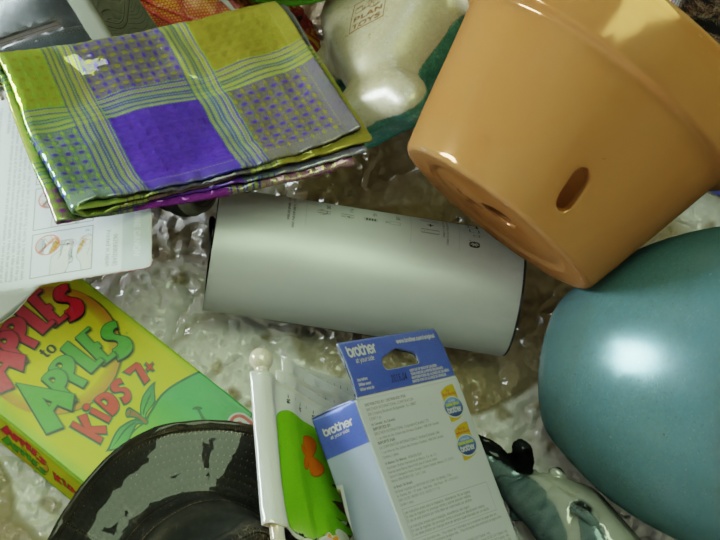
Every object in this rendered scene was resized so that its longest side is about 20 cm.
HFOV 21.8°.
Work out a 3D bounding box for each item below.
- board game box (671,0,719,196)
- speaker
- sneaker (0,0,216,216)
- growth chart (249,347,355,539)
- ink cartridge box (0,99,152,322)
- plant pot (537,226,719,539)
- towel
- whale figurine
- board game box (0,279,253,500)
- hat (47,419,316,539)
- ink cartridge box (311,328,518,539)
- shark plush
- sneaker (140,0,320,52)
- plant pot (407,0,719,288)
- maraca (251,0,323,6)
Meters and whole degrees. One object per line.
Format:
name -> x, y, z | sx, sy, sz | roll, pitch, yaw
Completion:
board game box -> 0.274, -0.136, 1.229 | 0.159, 0.200, 0.097 | 25, 63, 4
speaker -> 0.000, 0.000, 1.181 | 0.199, 0.081, 0.082 | 9, 62, -6
sneaker -> -0.174, -0.113, 1.223 | 0.201, 0.106, 0.075 | 62, 30, -5
growth chart -> 0.000, 0.119, 1.093 | 0.199, 0.018, 0.146 | 17, 55, -52
ink cartridge box -> -0.219, -0.033, 1.133 | 0.198, 0.057, 0.163 | -6, 50, 1
plant pot -> 0.187, 0.066, 1.136 | 0.134, 0.200, 0.201 | 7, 58, 28
towel -> -0.107, -0.101, 1.130 | 0.199, 0.023, 0.144 | -13, 54, -21
whale figurine -> 0.036, -0.139, 1.223 | 0.104, 0.158, 0.201 | 49, 33, -28
board game box -> -0.158, 0.082, 1.130 | 0.200, 0.048, 0.102 | 37, 64, 9
hat -> -0.085, 0.182, 1.034 | 0.199, 0.081, 0.202 | 1, 87, -16
ink cartridge box -> 0.038, 0.136, 1.083 | 0.119, 0.042, 0.201 | -7, 76, -58
shark plush -> 0.119, 0.171, 1.122 | 0.083, 0.091, 0.200 | -43, 85, 7
sneaker -> -0.118, -0.183, 1.268 | 0.199, 0.077, 0.073 | 28, 41, -12
plant pot -> 0.122, -0.084, 1.102 | 0.200, 0.200, 0.140 | 36, 85, 9
maraca -> -0.078, -0.252, 1.210 | 0.199, 0.107, 0.138 | 24, 102, -8
